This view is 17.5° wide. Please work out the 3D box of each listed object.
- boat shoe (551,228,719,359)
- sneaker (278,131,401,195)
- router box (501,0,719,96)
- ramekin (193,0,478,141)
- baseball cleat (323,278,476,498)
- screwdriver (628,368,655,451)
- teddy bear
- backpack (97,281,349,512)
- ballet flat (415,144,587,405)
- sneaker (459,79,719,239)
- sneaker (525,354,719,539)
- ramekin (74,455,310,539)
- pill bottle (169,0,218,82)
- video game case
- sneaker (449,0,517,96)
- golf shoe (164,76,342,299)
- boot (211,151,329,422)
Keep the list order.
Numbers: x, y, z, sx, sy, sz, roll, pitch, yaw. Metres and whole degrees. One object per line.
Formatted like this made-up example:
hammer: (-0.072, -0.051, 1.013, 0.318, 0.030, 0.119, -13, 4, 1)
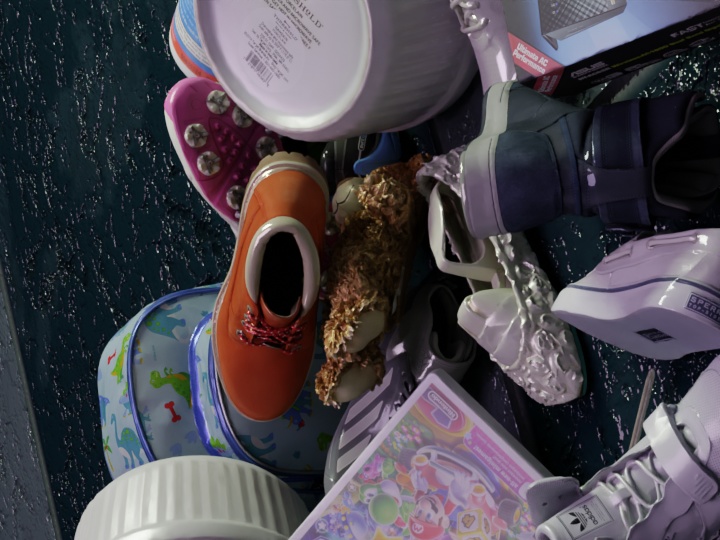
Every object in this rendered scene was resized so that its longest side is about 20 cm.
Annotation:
boat shoe: (0.176, 0.010, 1.366, 0.065, 0.074, 0.200, -66, 18, -10)
sneaker: (-0.040, -0.095, 1.752, 0.200, 0.083, 0.071, -159, 62, -62)
router box: (0.145, -0.214, 1.313, 0.150, 0.062, 0.200, -19, 76, 35)
ramekin: (-0.021, -0.181, 1.589, 0.200, 0.105, 0.200, 16, 118, 34)
baseball cleat: (0.028, 0.100, 1.617, 0.106, 0.070, 0.200, -26, 52, 60)
screwdriver: (0.164, 0.145, 1.449, 0.029, 0.028, 0.200, 30, 126, 22)
teddy bear: (0.000, 0.000, 1.599, 0.145, 0.067, 0.200, 85, -164, -63)
backpack: (-0.087, 0.093, 1.753, 0.147, 0.200, 0.183, -31, 66, 62)
ballet flat: (0.084, 0.006, 1.540, 0.072, 0.072, 0.200, -59, 44, 51)
sneaker: (0.143, -0.073, 1.388, 0.202, 0.146, 0.077, -67, -34, -68)
sneaker: (0.167, 0.125, 1.337, 0.075, 0.115, 0.200, 60, 145, 39)
ramekin: (-0.118, 0.217, 1.680, 0.202, 0.202, 0.094, 112, 159, -44)
pill bottle: (-0.069, -0.230, 1.754, 0.112, 0.112, 0.200, 67, 150, 32)
video game case: (0.040, 0.184, 1.547, 0.143, 0.018, 0.200, 44, 110, 12)
sneaker: (0.076, -0.192, 1.505, 0.070, 0.080, 0.201, -2, 95, 62)
golf shoe: (-0.083, -0.056, 1.677, 0.200, 0.075, 0.091, 52, 158, -24)
boot: (-0.062, 0.031, 1.594, 0.107, 0.075, 0.200, -94, 10, -62)
